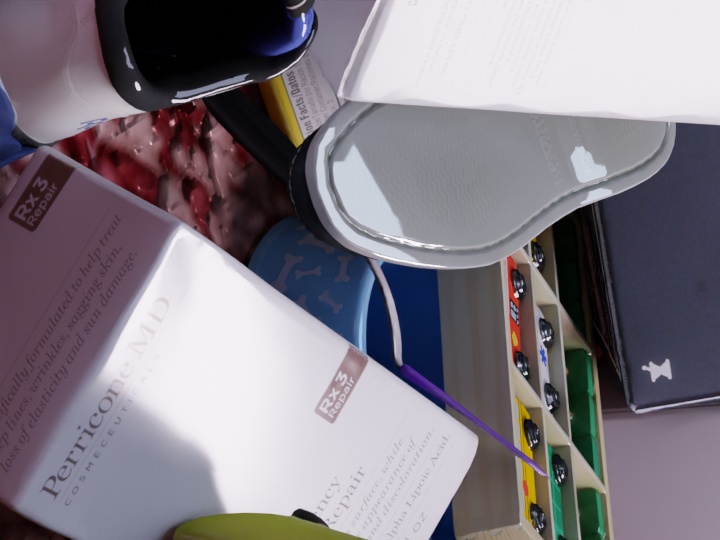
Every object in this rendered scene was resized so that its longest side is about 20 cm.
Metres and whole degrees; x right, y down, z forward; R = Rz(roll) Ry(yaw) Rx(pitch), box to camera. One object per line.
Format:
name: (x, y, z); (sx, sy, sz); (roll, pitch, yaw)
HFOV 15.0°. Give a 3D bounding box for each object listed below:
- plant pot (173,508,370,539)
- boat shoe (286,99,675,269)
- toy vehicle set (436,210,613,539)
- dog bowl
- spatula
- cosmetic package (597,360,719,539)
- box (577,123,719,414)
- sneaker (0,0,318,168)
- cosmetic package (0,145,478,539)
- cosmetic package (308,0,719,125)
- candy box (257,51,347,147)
plant pot: (-0.003, 0.194, 0.802); (0.182, 0.198, 0.201); (-49, 131, -29)
boat shoe: (0.037, -0.038, 0.993); (0.199, 0.060, 0.076); (-10, 88, -47)
toy vehicle set: (0.065, 0.037, 1.078); (0.124, 0.026, 0.201); (51, 31, -54)
dog bowl: (0.017, 0.069, 1.064); (0.112, 0.049, 0.201); (-58, 134, -49)
spatula: (0.000, 0.000, 0.976); (0.200, 0.021, 0.057); (53, 2, 11)
cosmetic package: (0.189, 0.128, 1.292); (0.200, 0.122, 0.200); (-31, 112, -57)
box: (0.150, -0.058, 1.181); (0.198, 0.123, 0.201); (-77, 157, -82)
sneaker: (-0.060, -0.097, 0.886); (0.081, 0.115, 0.200); (69, 28, -27)
cosmetic package: (-0.052, 0.051, 0.883); (0.102, 0.074, 0.200); (-60, 144, -4)
cosmetic package: (0.069, -0.114, 0.971); (0.199, 0.113, 0.081); (5, 123, -30)
candy box: (-0.012, -0.147, 1.018); (0.026, 0.102, 0.201); (40, -29, 64)
